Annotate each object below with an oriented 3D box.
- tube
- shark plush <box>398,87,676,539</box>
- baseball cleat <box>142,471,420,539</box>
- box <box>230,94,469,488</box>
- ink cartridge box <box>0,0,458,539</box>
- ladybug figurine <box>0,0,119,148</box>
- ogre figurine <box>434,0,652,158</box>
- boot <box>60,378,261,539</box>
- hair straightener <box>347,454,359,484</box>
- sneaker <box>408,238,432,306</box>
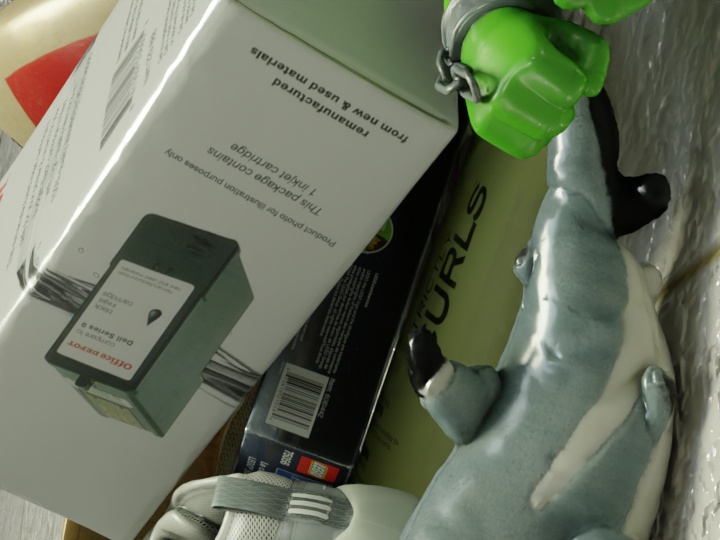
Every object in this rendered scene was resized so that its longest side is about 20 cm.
[{"bbox_3d":[0.038,0.014,0.734,0.058,0.052,0.201,29,111,36],"label":"tube"},{"bbox_3d":[0.049,0.038,0.599,0.091,0.083,0.201,-122,42,-68],"label":"shark plush"},{"bbox_3d":[-0.025,0.123,0.715,0.201,0.106,0.070,98,-170,-50],"label":"baseball cleat"},{"bbox_3d":[0.000,0.000,0.762,0.137,0.040,0.201,112,178,-64],"label":"box"},{"bbox_3d":[-0.056,-0.032,0.695,0.200,0.084,0.146,-51,20,31],"label":"ink cartridge box"},{"bbox_3d":[-0.062,-0.089,0.817,0.199,0.136,0.072,-20,87,30],"label":"ladybug figurine"},{"bbox_3d":[0.070,-0.132,0.582,0.120,0.098,0.201,-148,65,-71],"label":"ogre figurine"},{"bbox_3d":[-0.075,0.051,0.883,0.155,0.072,0.201,123,162,-84],"label":"boot"},{"bbox_3d":[-0.048,0.131,0.857,0.077,0.041,0.200,-35,23,35],"label":"hair straightener"},{"bbox_3d":[-0.017,-0.061,0.928,0.116,0.073,0.201,137,138,-63],"label":"sneaker"}]
